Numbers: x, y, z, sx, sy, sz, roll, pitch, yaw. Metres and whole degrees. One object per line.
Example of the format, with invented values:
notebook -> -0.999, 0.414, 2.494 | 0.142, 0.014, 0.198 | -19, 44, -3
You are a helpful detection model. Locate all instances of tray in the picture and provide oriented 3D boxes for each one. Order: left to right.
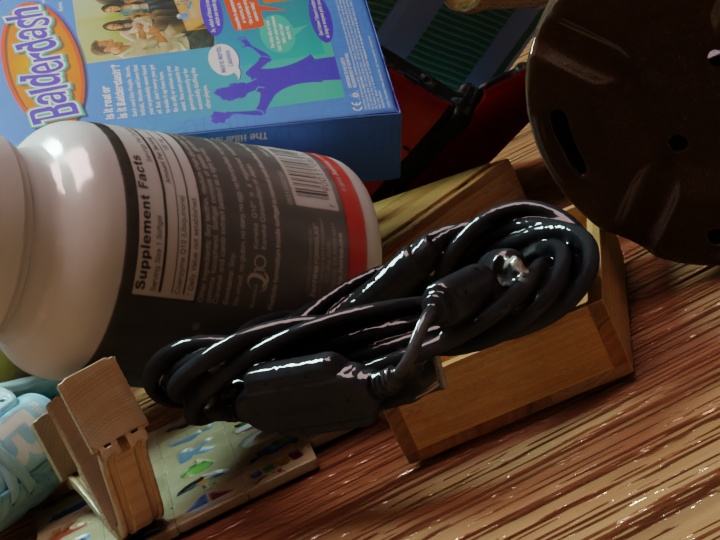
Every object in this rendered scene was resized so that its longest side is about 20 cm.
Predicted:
tray -> 0.000, 0.000, 1.314 | 0.098, 0.037, 0.200 | -19, 11, 36
tray -> 0.066, 0.022, 1.088 | 0.098, 0.037, 0.200 | -24, 10, 10

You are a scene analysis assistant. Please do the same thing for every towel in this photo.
towel -> 0.016, -0.150, 1.432 | 0.199, 0.024, 0.153 | 7, -42, -32

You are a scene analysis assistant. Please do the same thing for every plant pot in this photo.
plant pot -> 0.171, -0.112, 1.125 | 0.199, 0.201, 0.198 | -19, 20, 28

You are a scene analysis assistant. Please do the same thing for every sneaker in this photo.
sneaker -> -0.180, 0.089, 1.173 | 0.082, 0.074, 0.200 | -42, 5, 18

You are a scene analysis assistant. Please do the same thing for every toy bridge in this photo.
toy bridge -> -0.109, 0.081, 1.074 | 0.027, 0.068, 0.200 | -28, -3, -13

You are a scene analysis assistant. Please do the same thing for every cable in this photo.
cable -> 0.001, 0.016, 1.027 | 0.199, 0.051, 0.163 | -15, 15, 48

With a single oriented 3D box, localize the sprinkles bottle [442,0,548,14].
sprinkles bottle -> 0.134, -0.181, 1.395 | 0.199, 0.069, 0.068 | -7, 0, -32

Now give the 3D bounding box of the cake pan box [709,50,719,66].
cake pan box -> 0.216, -0.121, 1.405 | 0.183, 0.053, 0.200 | -26, 10, 8

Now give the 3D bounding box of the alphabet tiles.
alphabet tiles -> -0.075, 0.089, 1.163 | 0.166, 0.006, 0.200 | -26, 11, -3

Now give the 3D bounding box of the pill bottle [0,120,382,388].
pill bottle -> -0.100, -0.005, 1.126 | 0.199, 0.117, 0.116 | 6, -8, -31

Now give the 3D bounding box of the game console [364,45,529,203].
game console -> 0.018, -0.102, 1.444 | 0.119, 0.172, 0.200 | -63, 8, -29

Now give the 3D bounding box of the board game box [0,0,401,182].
board game box -> -0.090, -0.097, 1.248 | 0.198, 0.045, 0.153 | -6, 42, -7

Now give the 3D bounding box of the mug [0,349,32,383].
mug -> -0.171, -0.011, 1.288 | 0.153, 0.150, 0.187 | -32, -18, -22
